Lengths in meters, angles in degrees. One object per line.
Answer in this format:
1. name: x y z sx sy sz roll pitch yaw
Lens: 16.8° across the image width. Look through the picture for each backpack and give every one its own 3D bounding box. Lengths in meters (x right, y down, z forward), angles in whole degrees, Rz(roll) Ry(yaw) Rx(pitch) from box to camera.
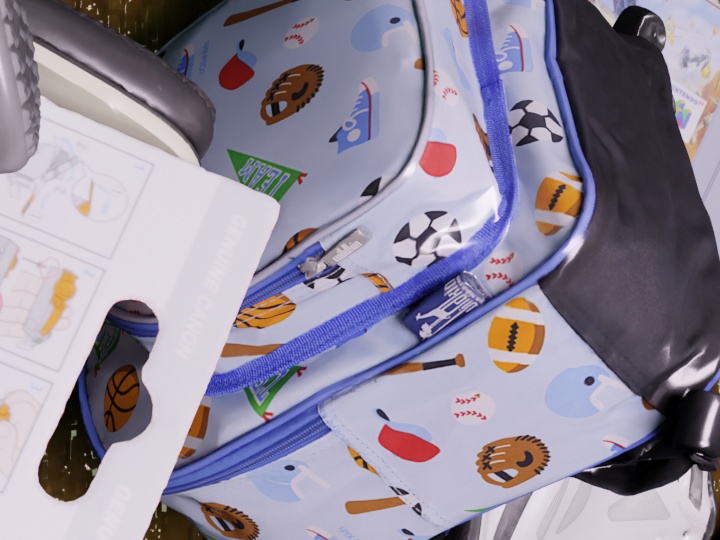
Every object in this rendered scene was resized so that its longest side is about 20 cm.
1. backpack: 0.000 0.000 0.735 0.154 0.200 0.190 38 118 -25

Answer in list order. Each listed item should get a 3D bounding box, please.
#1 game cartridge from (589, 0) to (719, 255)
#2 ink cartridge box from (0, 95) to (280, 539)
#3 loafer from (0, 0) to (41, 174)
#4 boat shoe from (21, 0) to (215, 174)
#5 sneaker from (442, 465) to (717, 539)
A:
1. game cartridge: 0.082 -0.077 0.864 0.200 0.042 0.133 29 86 -27
2. ink cartridge box: -0.140 0.014 0.621 0.200 0.047 0.160 22 56 -1
3. loafer: -0.131 -0.114 0.587 0.070 0.075 0.200 -13 101 -1
4. boat shoe: -0.126 -0.083 0.688 0.201 0.074 0.063 27 62 10
5. sneaker: 0.065 0.108 0.852 0.115 0.076 0.201 29 80 -25
